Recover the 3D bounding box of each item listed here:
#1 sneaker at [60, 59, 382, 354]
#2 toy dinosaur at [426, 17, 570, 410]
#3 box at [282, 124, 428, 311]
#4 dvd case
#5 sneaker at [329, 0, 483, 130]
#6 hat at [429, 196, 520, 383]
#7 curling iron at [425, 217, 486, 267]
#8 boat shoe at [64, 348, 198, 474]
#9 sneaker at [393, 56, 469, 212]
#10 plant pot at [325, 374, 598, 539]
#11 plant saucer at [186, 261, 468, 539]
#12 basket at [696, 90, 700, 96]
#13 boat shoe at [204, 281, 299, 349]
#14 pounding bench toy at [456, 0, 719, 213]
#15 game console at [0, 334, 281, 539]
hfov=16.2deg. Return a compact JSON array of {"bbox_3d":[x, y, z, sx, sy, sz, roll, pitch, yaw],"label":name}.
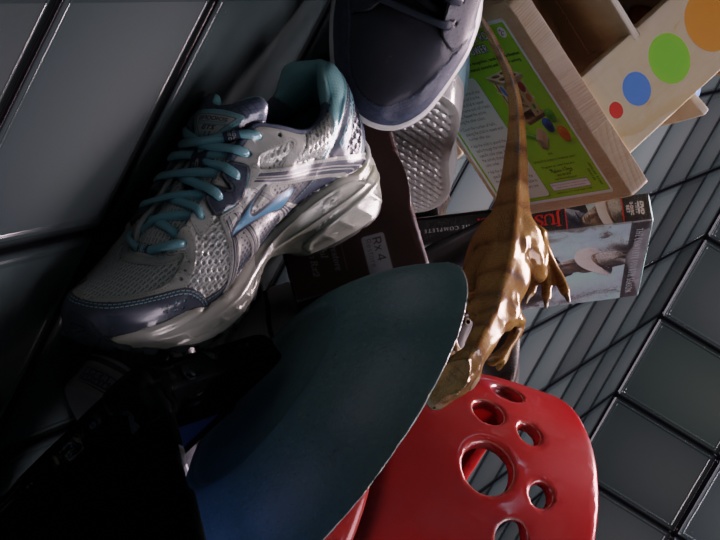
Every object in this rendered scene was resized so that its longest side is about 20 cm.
[{"bbox_3d":[-0.071,-0.034,1.155,0.200,0.077,0.087,-39,132,-43],"label":"sneaker"},{"bbox_3d":[0.077,-0.017,1.299,0.106,0.060,0.201,71,26,-67],"label":"toy dinosaur"},{"bbox_3d":[0.000,0.000,1.333,0.075,0.100,0.200,-14,157,-1],"label":"box"},{"bbox_3d":[0.074,-0.004,1.542,0.146,0.199,0.022,85,-2,-71],"label":"dvd case"},{"bbox_3d":[0.034,-0.163,1.161,0.146,0.077,0.203,-44,153,-86],"label":"sneaker"},{"bbox_3d":[0.071,0.049,1.720,0.201,0.081,0.201,10,90,-86],"label":"hat"},{"bbox_3d":[0.024,0.007,1.471,0.200,0.026,0.050,-26,180,42],"label":"curling iron"},{"bbox_3d":[-0.101,0.081,1.285,0.068,0.072,0.200,-52,159,-21],"label":"boat shoe"},{"bbox_3d":[0.025,-0.092,1.363,0.200,0.074,0.082,123,-20,-68],"label":"sneaker"},{"bbox_3d":[0.019,0.147,1.531,0.200,0.182,0.201,-43,-144,42],"label":"plant pot"},{"bbox_3d":[-0.030,0.066,1.156,0.201,0.039,0.201,-48,-164,18],"label":"plant saucer"},{"bbox_3d":[0.140,-0.127,1.567,0.201,0.139,0.176,-70,166,11],"label":"basket"},{"bbox_3d":[-0.059,0.053,1.392,0.070,0.071,0.200,-17,-174,-1],"label":"boat shoe"},{"bbox_3d":[0.113,-0.127,1.425,0.156,0.124,0.200,-42,-165,-25],"label":"pounding bench toy"},{"bbox_3d":[-0.112,0.139,1.115,0.200,0.117,0.176,-42,167,26],"label":"game console"}]
